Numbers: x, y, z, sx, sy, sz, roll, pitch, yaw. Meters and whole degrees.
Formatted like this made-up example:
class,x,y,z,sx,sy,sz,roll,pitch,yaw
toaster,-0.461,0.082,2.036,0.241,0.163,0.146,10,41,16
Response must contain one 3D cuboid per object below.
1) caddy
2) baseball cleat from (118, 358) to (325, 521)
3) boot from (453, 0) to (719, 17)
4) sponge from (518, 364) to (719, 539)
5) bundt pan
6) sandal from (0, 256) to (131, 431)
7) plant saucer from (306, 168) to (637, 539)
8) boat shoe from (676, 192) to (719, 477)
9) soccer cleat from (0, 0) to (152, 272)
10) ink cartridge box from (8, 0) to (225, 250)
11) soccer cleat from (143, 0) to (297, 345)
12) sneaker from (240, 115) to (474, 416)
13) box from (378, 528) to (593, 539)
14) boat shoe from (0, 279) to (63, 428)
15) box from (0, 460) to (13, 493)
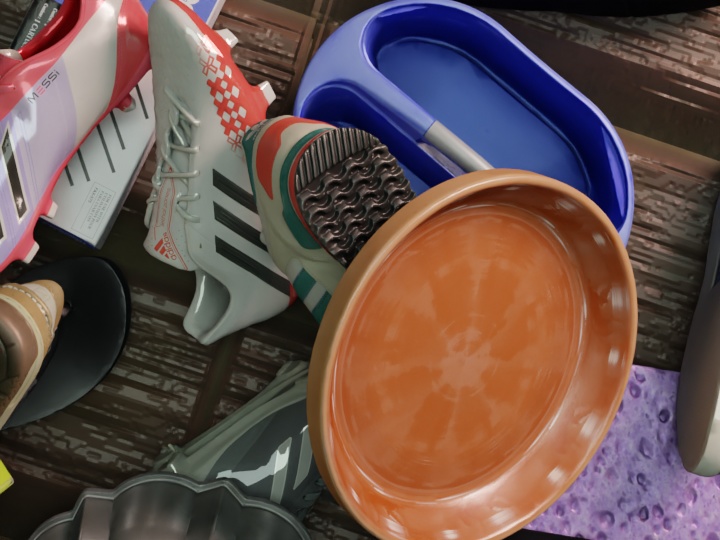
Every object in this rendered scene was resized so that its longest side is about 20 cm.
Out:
class,x,y,z,sx,sy,sz,roll,pitch,yaw
caddy,0.055,-0.056,0.998,0.200,0.105,0.142,39,87,-1
baseball cleat,-0.037,0.110,1.015,0.199,0.070,0.107,-31,103,0
boot,0.129,-0.224,1.030,0.198,0.073,0.152,2,87,2
sponge,0.139,0.107,1.034,0.198,0.030,0.113,11,88,-3
bundt pan,-0.100,0.213,0.961,0.200,0.076,0.204,0,107,1
sandal,-0.213,0.062,1.009,0.199,0.043,0.076,-32,90,-4
plant saucer,0.056,0.046,0.924,0.199,0.032,0.202,-13,114,-31
boat shoe,0.227,0.023,1.008,0.071,0.070,0.202,18,70,-5
soccer cleat,-0.182,-0.068,0.954,0.076,0.067,0.201,41,81,-29
ink cartridge box,-0.144,-0.122,1.021,0.093,0.044,0.201,27,86,-3
soccer cleat,-0.084,-0.048,0.967,0.085,0.068,0.201,-34,131,-21
sneaker,0.000,0.000,0.946,0.070,0.093,0.201,-40,125,-17
box,0.099,0.220,0.991,0.198,0.079,0.143,10,98,-3
boat shoe,-0.218,0.076,0.961,0.200,0.076,0.072,-39,94,30
box,-0.261,0.069,0.903,0.121,0.048,0.201,-26,98,32
